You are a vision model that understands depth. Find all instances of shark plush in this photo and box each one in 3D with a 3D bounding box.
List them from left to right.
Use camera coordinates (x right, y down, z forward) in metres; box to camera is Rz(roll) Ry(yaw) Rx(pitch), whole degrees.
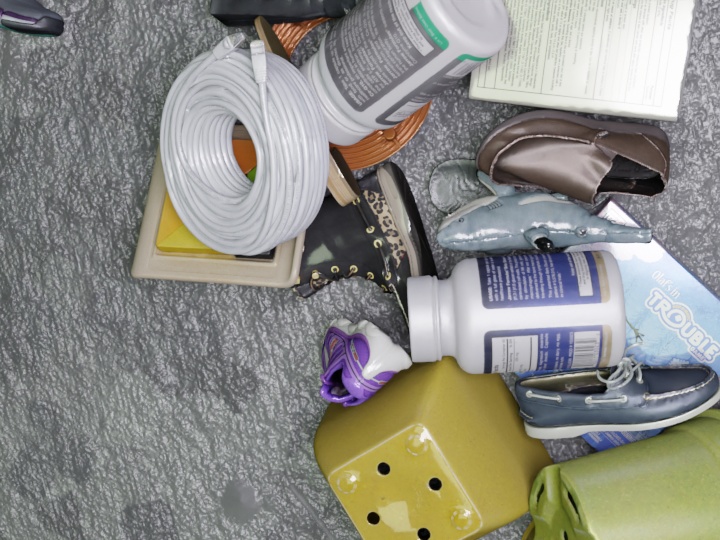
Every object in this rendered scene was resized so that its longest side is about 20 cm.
[{"bbox_3d":[0.178,-0.030,0.972,0.198,0.083,0.092,17,117,13],"label":"shark plush"}]

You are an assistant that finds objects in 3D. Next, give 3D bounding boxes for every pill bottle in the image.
[{"bbox_3d":[0.032,-0.204,0.934,0.199,0.113,0.114,-30,90,42],"label":"pill bottle"},{"bbox_3d":[0.145,0.041,0.955,0.197,0.111,0.113,-3,98,3],"label":"pill bottle"}]

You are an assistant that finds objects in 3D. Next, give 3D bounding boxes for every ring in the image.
[{"bbox_3d":[-0.019,-0.205,1.051,0.198,0.019,0.203,-1,85,11],"label":"ring"}]

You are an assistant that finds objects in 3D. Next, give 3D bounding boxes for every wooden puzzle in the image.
[{"bbox_3d":[-0.148,-0.077,1.078,0.198,0.037,0.187,2,70,16],"label":"wooden puzzle"}]

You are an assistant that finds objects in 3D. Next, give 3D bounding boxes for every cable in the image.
[{"bbox_3d":[-0.118,-0.117,0.977,0.199,0.069,0.202,-12,96,44],"label":"cable"}]

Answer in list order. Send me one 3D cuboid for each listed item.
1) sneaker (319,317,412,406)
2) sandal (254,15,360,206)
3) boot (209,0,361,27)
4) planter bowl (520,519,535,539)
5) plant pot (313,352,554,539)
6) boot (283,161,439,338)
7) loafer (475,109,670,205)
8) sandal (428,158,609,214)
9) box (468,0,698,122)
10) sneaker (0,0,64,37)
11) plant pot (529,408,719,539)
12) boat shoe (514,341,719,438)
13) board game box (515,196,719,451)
[{"bbox_3d":[-0.016,0.100,1.031,0.081,0.200,0.083,45,77,-3],"label":"sneaker"},{"bbox_3d":[-0.081,-0.151,1.014,0.069,0.078,0.213,-29,86,13],"label":"sandal"},{"bbox_3d":[-0.053,-0.332,1.040,0.198,0.066,0.166,5,67,31],"label":"boot"},{"bbox_3d":[0.258,0.342,1.049,0.198,0.083,0.203,2,98,15],"label":"planter bowl"},{"bbox_3d":[0.064,0.199,1.019,0.193,0.200,0.197,-32,89,17],"label":"plant pot"},{"bbox_3d":[0.000,0.000,1.065,0.149,0.073,0.202,-18,83,17],"label":"boot"},{"bbox_3d":[0.209,-0.103,0.945,0.197,0.072,0.073,-2,138,-9],"label":"loafer"},{"bbox_3d":[0.168,-0.086,1.026,0.198,0.048,0.076,-6,98,14],"label":"sandal"},{"bbox_3d":[0.214,-0.218,0.962,0.198,0.109,0.129,9,100,13],"label":"box"},{"bbox_3d":[-0.425,-0.327,1.137,0.198,0.074,0.089,17,97,13],"label":"sneaker"},{"bbox_3d":[0.265,0.240,0.933,0.182,0.200,0.203,-4,99,-15],"label":"plant pot"},{"bbox_3d":[0.250,0.116,0.980,0.198,0.075,0.062,-12,108,26],"label":"boat shoe"},{"bbox_3d":[0.263,0.066,1.027,0.200,0.043,0.199,43,106,5],"label":"board game box"}]
